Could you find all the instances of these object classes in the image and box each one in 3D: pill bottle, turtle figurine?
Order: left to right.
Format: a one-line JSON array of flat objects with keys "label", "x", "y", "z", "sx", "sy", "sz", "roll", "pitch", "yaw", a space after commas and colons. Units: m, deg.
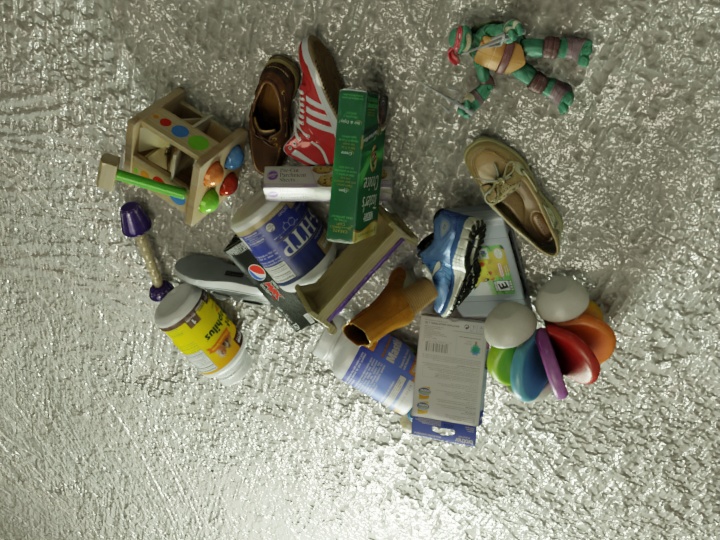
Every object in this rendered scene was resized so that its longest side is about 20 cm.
[{"label": "pill bottle", "x": -0.293, "y": 0.125, "z": 1.583, "sx": 0.107, "sy": 0.110, "sz": 0.201, "roll": -14, "pitch": 127, "yaw": 33}, {"label": "pill bottle", "x": -0.108, "y": -0.037, "z": 1.359, "sx": 0.118, "sy": 0.121, "sz": 0.201, "roll": -22, "pitch": 117, "yaw": 37}, {"label": "pill bottle", "x": 0.018, "y": 0.158, "z": 1.470, "sx": 0.197, "sy": 0.113, "sz": 0.113, "roll": 30, "pitch": 134, "yaw": -2}, {"label": "turtle figurine", "x": 0.180, "y": -0.267, "z": 1.046, "sx": 0.195, "sy": 0.103, "sz": 0.151, "roll": 11, "pitch": 149, "yaw": -4}]

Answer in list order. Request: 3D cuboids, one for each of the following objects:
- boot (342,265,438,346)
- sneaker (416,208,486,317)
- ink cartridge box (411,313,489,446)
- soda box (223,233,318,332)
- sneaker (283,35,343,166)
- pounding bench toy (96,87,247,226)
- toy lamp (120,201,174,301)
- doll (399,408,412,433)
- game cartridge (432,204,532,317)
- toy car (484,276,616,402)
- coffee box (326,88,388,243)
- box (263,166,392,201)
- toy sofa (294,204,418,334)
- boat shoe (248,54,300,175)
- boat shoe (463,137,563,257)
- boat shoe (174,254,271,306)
[{"label": "boot", "x": 0.031, "y": 0.059, "z": 1.306, "sx": 0.072, "sy": 0.142, "sz": 0.201, "roll": 60, "pitch": 169, "yaw": -8}, {"label": "sneaker", "x": 0.132, "y": -0.015, "z": 1.261, "sx": 0.088, "sy": 0.078, "sz": 0.203, "roll": 30, "pitch": 139, "yaw": 25}, {"label": "ink cartridge box", "x": 0.150, "y": 0.179, "z": 1.381, "sx": 0.117, "sy": 0.042, "sz": 0.205, "roll": 6, "pitch": 89, "yaw": 20}, {"label": "soda box", "x": -0.141, "y": 0.007, "z": 1.444, "sx": 0.063, "sy": 0.071, "sz": 0.201, "roll": -23, "pitch": 115, "yaw": 40}, {"label": "sneaker", "x": -0.075, "y": -0.236, "z": 1.210, "sx": 0.110, "sy": 0.072, "sz": 0.203, "roll": -6, "pitch": 127, "yaw": 24}, {"label": "pounding bench toy", "x": -0.284, "y": -0.152, "z": 1.273, "sx": 0.154, "sy": 0.200, "sz": 0.126, "roll": 32, "pitch": 135, "yaw": 10}, {"label": "toy lamp", "x": -0.396, "y": -0.035, "z": 1.541, "sx": 0.057, "sy": 0.059, "sz": 0.203, "roll": 4, "pitch": 130, "yaw": 21}, {"label": "doll", "x": 0.140, "y": 0.228, "z": 1.476, "sx": 0.200, "sy": 0.135, "sz": 0.049, "roll": -48, "pitch": 64, "yaw": 30}, {"label": "game cartridge", "x": 0.186, "y": -0.008, "z": 1.305, "sx": 0.131, "sy": 0.041, "sz": 0.203, "roll": -1, "pitch": 127, "yaw": 31}, {"label": "toy car", "x": 0.292, "y": 0.127, "z": 1.261, "sx": 0.197, "sy": 0.151, "sz": 0.177, "roll": -25, "pitch": 122, "yaw": 3}, {"label": "coffee box", "x": -0.002, "y": -0.145, "z": 1.162, "sx": 0.043, "sy": 0.123, "sz": 0.205, "roll": 8, "pitch": 99, "yaw": 15}, {"label": "box", "x": -0.048, "y": -0.131, "z": 1.261, "sx": 0.195, "sy": 0.042, "sz": 0.039, "roll": 1, "pitch": 152, "yaw": 2}, {"label": "toy sofa", "x": 0.000, "y": 0.000, "z": 1.291, "sx": 0.200, "sy": 0.083, "sz": 0.097, "roll": -48, "pitch": 127, "yaw": 8}, {"label": "boat shoe", "x": -0.140, "y": -0.222, "z": 1.254, "sx": 0.071, "sy": 0.068, "sz": 0.203, "roll": 22, "pitch": 134, "yaw": 6}, {"label": "boat shoe", "x": 0.222, "y": -0.104, "z": 1.178, "sx": 0.199, "sy": 0.063, "sz": 0.073, "roll": 42, "pitch": 117, "yaw": -17}, {"label": "boat shoe", "x": -0.244, "y": 0.025, "z": 1.518, "sx": 0.195, "sy": 0.071, "sz": 0.067, "roll": 8, "pitch": 130, "yaw": 8}]
